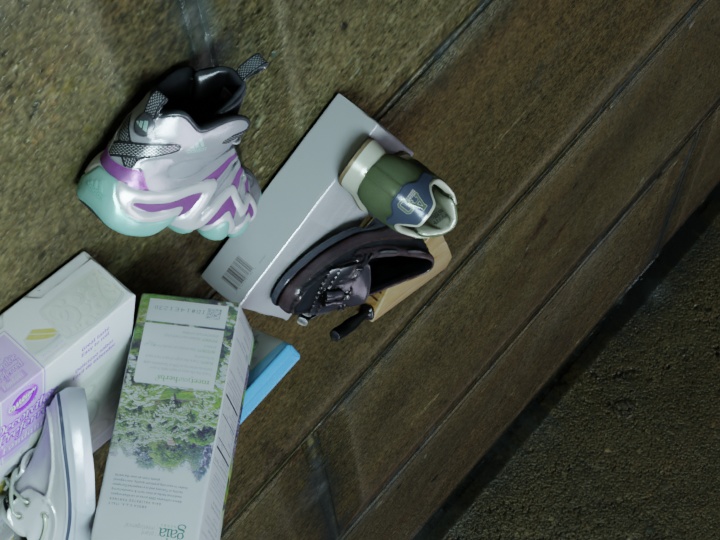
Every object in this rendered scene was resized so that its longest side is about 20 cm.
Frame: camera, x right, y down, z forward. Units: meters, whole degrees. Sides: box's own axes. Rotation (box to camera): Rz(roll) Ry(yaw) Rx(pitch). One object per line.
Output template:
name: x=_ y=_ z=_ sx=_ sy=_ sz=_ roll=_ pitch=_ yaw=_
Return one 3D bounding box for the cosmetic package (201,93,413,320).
cosmetic package: x=-0.044 y=-0.052 z=1.464 sx=0.200 sy=0.052 sz=0.151 roll=-52 pitch=163 yaw=3

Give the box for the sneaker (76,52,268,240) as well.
sneaker: x=-0.101 y=-0.095 z=1.153 sx=0.140 sy=0.078 sz=0.200 roll=-56 pitch=165 yaw=18

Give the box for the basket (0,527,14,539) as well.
basket: x=-0.268 y=0.318 z=1.436 sx=0.136 sy=0.123 sz=0.200 roll=-45 pitch=145 yaw=-22

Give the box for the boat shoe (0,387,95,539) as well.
boat shoe: x=-0.231 y=0.173 z=1.195 sx=0.066 sy=0.074 sz=0.201 roll=-2 pitch=123 yaw=-14

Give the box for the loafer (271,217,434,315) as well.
loafer: x=0.000 y=0.000 z=1.490 sx=0.200 sy=0.063 sz=0.072 roll=-29 pitch=157 yaw=-50

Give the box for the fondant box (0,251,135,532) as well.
fondant box: x=-0.243 y=0.097 z=1.224 sx=0.144 sy=0.058 sz=0.200 roll=-41 pitch=161 yaw=-31

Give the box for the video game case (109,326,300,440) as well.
video game case: x=-0.142 y=0.100 z=1.355 sx=0.143 sy=0.018 sz=0.200 roll=-47 pitch=-154 yaw=-13

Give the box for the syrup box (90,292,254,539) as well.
syrup box: x=-0.137 y=0.125 z=1.217 sx=0.082 sy=0.078 sz=0.201 roll=78 pitch=19 yaw=-68

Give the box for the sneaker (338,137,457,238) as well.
sneaker: x=0.046 y=-0.059 z=1.442 sx=0.067 sy=0.090 sz=0.200 roll=-54 pitch=166 yaw=5

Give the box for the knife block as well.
knife block: x=0.012 y=0.010 z=1.745 sx=0.176 sy=0.064 sz=0.200 roll=-50 pitch=165 yaw=-4
